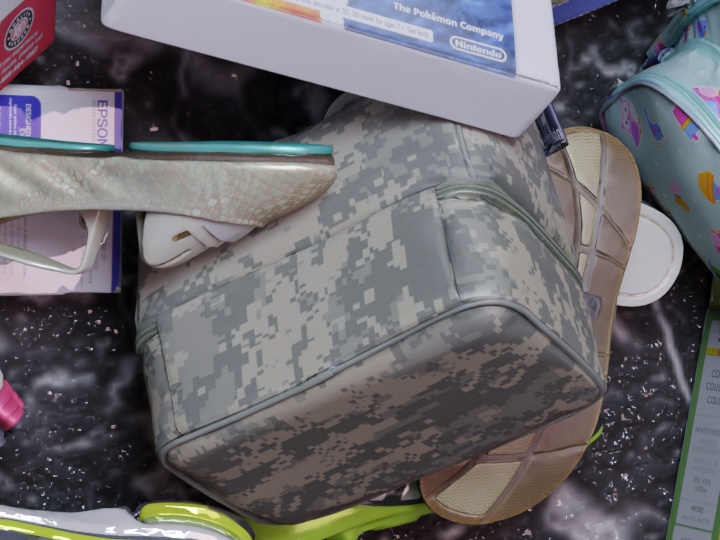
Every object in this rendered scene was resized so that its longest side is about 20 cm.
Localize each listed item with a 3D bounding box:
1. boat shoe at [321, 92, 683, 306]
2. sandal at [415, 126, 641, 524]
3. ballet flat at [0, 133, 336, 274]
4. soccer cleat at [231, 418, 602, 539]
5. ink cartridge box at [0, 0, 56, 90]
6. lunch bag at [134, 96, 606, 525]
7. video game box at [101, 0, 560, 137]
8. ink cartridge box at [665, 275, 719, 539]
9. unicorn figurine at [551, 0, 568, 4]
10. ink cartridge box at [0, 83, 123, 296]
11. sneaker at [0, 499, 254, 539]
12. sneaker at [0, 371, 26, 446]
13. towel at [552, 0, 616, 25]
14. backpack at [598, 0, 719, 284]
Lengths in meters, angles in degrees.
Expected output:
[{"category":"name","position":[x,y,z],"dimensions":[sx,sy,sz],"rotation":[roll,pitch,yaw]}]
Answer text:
[{"category":"boat shoe","position":[0.066,-0.040,1.337],"dimensions":[0.200,0.062,0.075],"rotation":[17,96,-18]},{"category":"sandal","position":[0.081,0.028,1.300],"dimensions":[0.080,0.054,0.200],"rotation":[20,82,-14]},{"category":"ballet flat","position":[-0.103,-0.028,1.179],"dimensions":[0.200,0.067,0.063],"rotation":[3,92,18]},{"category":"soccer cleat","position":[0.028,0.084,1.325],"dimensions":[0.200,0.068,0.081],"rotation":[-15,91,-22]},{"category":"ink cartridge box","position":[-0.195,-0.151,1.123],"dimensions":[0.148,0.086,0.200],"rotation":[-48,154,-43]},{"category":"lunch bag","position":[0.000,0.000,1.221],"dimensions":[0.139,0.200,0.168],"rotation":[34,36,-54]},{"category":"video game box","position":[-0.013,-0.163,1.163],"dimensions":[0.200,0.047,0.183],"rotation":[13,52,-25]},{"category":"ink cartridge box","position":[0.231,0.075,1.418],"dimensions":[0.104,0.059,0.200],"rotation":[12,86,-23]},{"category":"unicorn figurine","position":[0.079,-0.154,1.277],"dimensions":[0.074,0.200,0.138],"rotation":[22,85,-7]},{"category":"ink cartridge box","position":[-0.207,-0.037,1.228],"dimensions":[0.200,0.039,0.100],"rotation":[1,90,-23]},{"category":"sneaker","position":[-0.144,0.153,1.210],"dimensions":[0.200,0.074,0.081],"rotation":[-5,49,-5]},{"category":"sneaker","position":[-0.248,0.090,1.193],"dimensions":[0.200,0.081,0.075],"rotation":[-36,99,-26]},{"category":"towel","position":[0.091,-0.225,1.322],"dimensions":[0.145,0.024,0.200],"rotation":[-21,105,22]},{"category":"backpack","position":[0.220,-0.074,1.314],"dimensions":[0.153,0.200,0.176],"rotation":[-33,84,-22]}]
